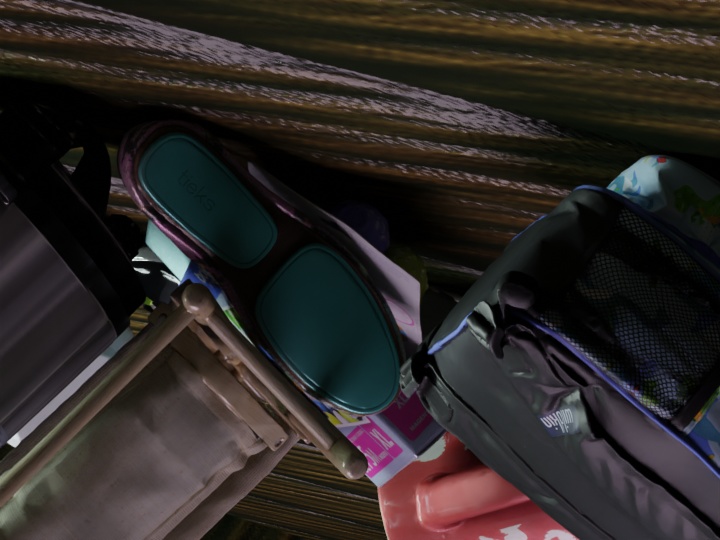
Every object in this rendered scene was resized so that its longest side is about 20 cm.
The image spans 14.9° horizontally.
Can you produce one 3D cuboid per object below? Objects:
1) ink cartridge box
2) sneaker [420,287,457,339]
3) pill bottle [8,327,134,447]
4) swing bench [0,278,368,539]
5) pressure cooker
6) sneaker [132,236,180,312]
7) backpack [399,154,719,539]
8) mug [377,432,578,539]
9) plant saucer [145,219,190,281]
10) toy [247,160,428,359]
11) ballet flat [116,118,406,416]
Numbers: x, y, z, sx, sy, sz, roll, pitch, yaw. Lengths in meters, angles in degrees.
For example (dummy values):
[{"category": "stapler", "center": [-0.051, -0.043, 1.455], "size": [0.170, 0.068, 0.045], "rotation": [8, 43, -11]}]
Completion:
[{"category": "ink cartridge box", "center": [-0.039, 0.034, 1.547], "size": [0.200, 0.042, 0.119], "rotation": [46, 164, 2]}, {"category": "sneaker", "center": [0.065, 0.041, 1.691], "size": [0.200, 0.082, 0.075], "rotation": [7, 136, -35]}, {"category": "pill bottle", "center": [-0.205, 0.058, 1.830], "size": [0.111, 0.111, 0.200], "rotation": [18, -168, -20]}, {"category": "swing bench", "center": [-0.121, 0.113, 1.454], "size": [0.130, 0.199, 0.200], "rotation": [47, 175, -8]}, {"category": "pressure cooker", "center": [-0.210, -0.002, 1.461], "size": [0.179, 0.200, 0.176], "rotation": [53, 167, -28]}, {"category": "sneaker", "center": [-0.098, 0.031, 1.784], "size": [0.200, 0.083, 0.072], "rotation": [8, 168, 34]}, {"category": "backpack", "center": [0.146, 0.053, 1.258], "size": [0.200, 0.147, 0.183], "rotation": [42, 163, 0]}, {"category": "mug", "center": [0.112, 0.112, 1.613], "size": [0.200, 0.134, 0.178], "rotation": [-15, 143, 20]}, {"category": "plant saucer", "center": [-0.060, 0.041, 1.686], "size": [0.200, 0.019, 0.070], "rotation": [47, -173, 29]}, {"category": "toy", "center": [0.000, 0.000, 1.527], "size": [0.115, 0.047, 0.200], "rotation": [35, 160, 15]}, {"category": "ballet flat", "center": [-0.052, -0.006, 1.447], "size": [0.200, 0.069, 0.071], "rotation": [45, 178, -16]}]
